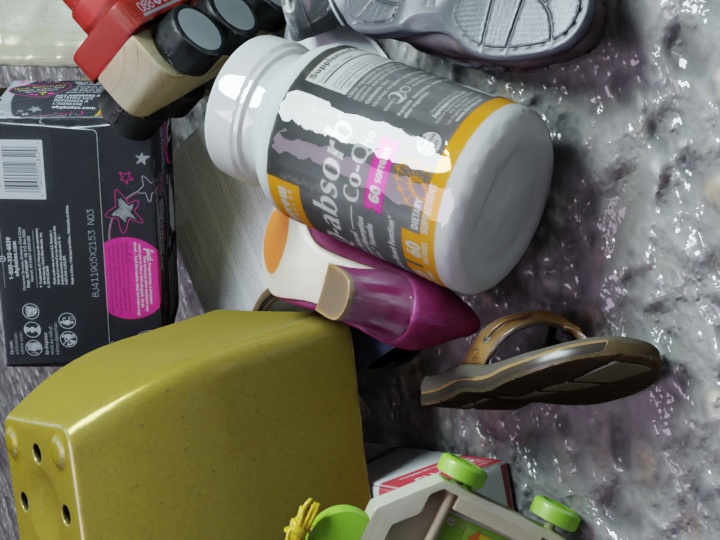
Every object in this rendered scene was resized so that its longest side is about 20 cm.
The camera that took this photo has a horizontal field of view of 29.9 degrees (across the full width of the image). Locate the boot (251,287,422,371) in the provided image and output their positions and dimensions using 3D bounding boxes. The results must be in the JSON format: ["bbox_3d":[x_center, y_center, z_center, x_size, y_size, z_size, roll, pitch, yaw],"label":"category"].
[{"bbox_3d":[-0.020,0.046,0.979,0.200,0.074,0.098,-46,57,48],"label":"boot"}]

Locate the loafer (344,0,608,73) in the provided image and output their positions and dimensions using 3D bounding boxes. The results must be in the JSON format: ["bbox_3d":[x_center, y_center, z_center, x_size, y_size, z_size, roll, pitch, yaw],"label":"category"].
[{"bbox_3d":[0.075,-0.154,0.806,0.199,0.063,0.073,18,86,47],"label":"loafer"}]

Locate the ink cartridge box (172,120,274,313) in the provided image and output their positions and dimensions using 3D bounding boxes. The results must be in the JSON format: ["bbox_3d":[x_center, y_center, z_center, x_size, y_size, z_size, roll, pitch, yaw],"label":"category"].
[{"bbox_3d":[-0.074,-0.056,1.073,0.200,0.050,0.162,-36,72,37],"label":"ink cartridge box"}]

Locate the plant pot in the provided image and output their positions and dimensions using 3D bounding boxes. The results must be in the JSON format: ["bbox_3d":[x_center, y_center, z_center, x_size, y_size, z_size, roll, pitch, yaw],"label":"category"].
[{"bbox_3d":[-0.128,0.142,0.926,0.193,0.198,0.198,-2,97,55],"label":"plant pot"}]

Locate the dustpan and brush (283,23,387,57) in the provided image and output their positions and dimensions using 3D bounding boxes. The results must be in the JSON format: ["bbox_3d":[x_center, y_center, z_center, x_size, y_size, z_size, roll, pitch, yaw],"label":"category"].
[{"bbox_3d":[0.007,-0.091,0.929,0.200,0.057,0.141,37,119,52],"label":"dustpan and brush"}]

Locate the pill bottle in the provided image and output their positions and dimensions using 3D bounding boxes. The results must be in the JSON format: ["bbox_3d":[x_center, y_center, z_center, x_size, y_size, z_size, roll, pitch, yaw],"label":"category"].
[{"bbox_3d":[0.008,-0.071,0.825,0.199,0.116,0.117,23,122,29],"label":"pill bottle"}]

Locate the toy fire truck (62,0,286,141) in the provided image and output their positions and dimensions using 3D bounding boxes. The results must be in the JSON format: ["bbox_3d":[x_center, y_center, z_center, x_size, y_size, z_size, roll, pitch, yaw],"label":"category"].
[{"bbox_3d":[-0.174,-0.206,0.972,0.200,0.176,0.129,48,125,-2],"label":"toy fire truck"}]

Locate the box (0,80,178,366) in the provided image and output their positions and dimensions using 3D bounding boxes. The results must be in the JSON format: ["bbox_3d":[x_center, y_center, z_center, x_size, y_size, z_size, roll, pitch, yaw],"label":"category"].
[{"bbox_3d":[-0.214,-0.039,1.054,0.115,0.131,0.202,-91,1,-68],"label":"box"}]

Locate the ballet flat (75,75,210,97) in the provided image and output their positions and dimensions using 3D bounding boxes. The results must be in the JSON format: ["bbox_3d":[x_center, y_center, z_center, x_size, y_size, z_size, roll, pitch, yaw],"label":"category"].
[{"bbox_3d":[-0.185,-0.147,1.087,0.198,0.046,0.068,-21,107,14],"label":"ballet flat"}]

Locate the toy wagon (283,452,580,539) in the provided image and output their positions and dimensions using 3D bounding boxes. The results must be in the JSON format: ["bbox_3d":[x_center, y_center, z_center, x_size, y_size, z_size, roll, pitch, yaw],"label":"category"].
[{"bbox_3d":[0.043,0.194,0.850,0.156,0.199,0.040,-64,9,-1],"label":"toy wagon"}]

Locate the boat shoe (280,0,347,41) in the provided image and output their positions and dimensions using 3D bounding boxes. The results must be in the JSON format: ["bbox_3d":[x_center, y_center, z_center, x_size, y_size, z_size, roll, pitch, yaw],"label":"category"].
[{"bbox_3d":[-0.060,-0.254,0.925,0.074,0.068,0.201,-18,-93,-81],"label":"boat shoe"}]

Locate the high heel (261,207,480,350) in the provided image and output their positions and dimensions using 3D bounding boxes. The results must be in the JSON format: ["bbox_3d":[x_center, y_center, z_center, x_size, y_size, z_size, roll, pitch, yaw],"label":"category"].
[{"bbox_3d":[0.000,0.000,0.889,0.200,0.095,0.068,28,104,65],"label":"high heel"}]

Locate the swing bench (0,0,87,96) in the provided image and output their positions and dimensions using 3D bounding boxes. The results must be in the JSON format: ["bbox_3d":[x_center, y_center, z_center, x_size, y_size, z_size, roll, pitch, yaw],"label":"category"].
[{"bbox_3d":[-0.298,-0.158,1.178,0.130,0.197,0.202,-105,16,-62],"label":"swing bench"}]

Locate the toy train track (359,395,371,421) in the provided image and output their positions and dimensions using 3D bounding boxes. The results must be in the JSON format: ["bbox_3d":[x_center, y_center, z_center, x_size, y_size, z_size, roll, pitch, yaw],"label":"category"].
[{"bbox_3d":[-0.063,0.093,1.098,0.199,0.033,0.115,3,138,46],"label":"toy train track"}]

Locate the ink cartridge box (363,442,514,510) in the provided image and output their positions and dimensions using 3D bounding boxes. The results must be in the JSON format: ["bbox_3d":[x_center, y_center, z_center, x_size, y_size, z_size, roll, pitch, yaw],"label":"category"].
[{"bbox_3d":[0.024,0.208,0.976,0.199,0.083,0.146,-3,99,55],"label":"ink cartridge box"}]

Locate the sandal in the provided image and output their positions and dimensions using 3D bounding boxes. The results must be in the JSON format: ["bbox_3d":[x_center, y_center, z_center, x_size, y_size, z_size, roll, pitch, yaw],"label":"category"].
[{"bbox_3d":[0.103,0.054,0.831,0.200,0.081,0.055,158,118,-63],"label":"sandal"}]
